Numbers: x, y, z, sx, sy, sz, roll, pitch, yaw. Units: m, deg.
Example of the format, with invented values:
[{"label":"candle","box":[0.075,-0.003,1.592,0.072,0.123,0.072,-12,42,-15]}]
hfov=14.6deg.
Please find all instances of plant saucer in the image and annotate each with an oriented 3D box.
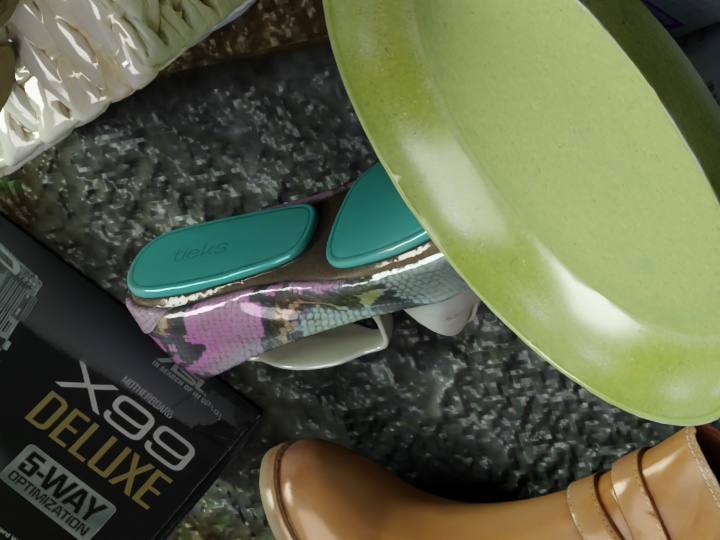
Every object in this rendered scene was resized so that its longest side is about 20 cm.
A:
[{"label":"plant saucer","box":[0.063,-0.041,0.896,0.200,0.031,0.200,44,157,25]}]

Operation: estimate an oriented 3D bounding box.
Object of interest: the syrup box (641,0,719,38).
[{"label":"syrup box","box":[0.139,-0.144,0.842,0.081,0.079,0.200,28,151,-33]}]

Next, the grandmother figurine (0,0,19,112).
[{"label":"grandmother figurine","box":[-0.208,-0.106,0.908,0.200,0.061,0.121,19,114,14]}]

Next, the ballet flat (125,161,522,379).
[{"label":"ballet flat","box":[0.000,0.000,1.062,0.200,0.069,0.071,-17,126,36]}]

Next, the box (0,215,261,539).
[{"label":"box","box":[-0.157,0.049,1.101,0.200,0.158,0.050,37,126,4]}]

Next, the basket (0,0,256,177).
[{"label":"basket","box":[-0.147,-0.137,0.994,0.198,0.161,0.200,-28,100,35]}]

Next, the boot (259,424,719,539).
[{"label":"boot","box":[0.074,0.100,1.073,0.200,0.074,0.155,38,128,-13]}]

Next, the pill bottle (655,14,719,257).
[{"label":"pill bottle","box":[0.188,-0.072,0.899,0.200,0.109,0.109,-34,99,35]}]
